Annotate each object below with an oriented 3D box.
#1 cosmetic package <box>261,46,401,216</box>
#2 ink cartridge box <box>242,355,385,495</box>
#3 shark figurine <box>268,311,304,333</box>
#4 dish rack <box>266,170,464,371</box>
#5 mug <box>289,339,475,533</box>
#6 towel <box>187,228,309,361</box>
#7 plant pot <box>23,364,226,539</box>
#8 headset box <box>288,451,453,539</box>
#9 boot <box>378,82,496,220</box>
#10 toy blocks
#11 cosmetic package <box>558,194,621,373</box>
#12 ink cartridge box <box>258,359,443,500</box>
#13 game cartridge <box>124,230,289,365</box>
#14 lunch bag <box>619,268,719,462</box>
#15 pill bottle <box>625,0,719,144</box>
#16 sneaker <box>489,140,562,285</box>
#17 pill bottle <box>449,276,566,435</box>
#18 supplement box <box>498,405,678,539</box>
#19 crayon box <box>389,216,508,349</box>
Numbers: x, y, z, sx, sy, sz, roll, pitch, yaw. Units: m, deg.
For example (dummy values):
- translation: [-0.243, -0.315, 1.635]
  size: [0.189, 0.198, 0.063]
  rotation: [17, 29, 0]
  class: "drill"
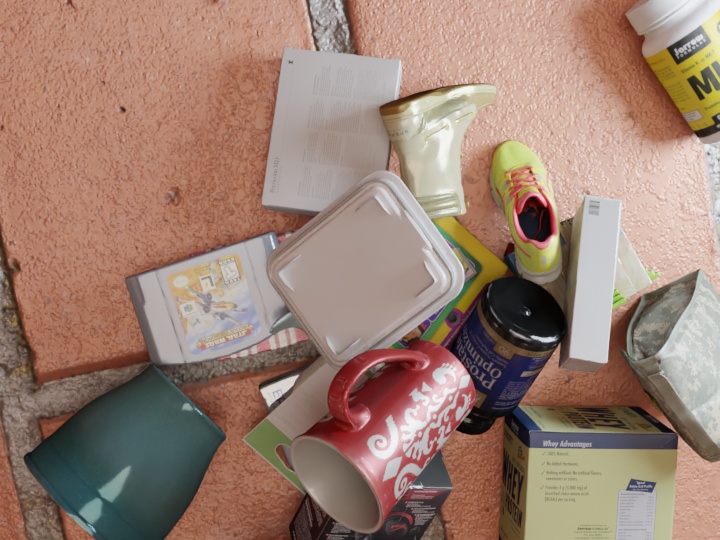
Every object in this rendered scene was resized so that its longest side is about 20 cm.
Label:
- translation: [-0.035, -0.168, 1.255]
  size: [0.149, 0.052, 0.203]
  rotation: [8, 86, 4]
  class: "cosmetic package"
- translation: [-0.033, 0.192, 1.281]
  size: [0.145, 0.048, 0.200]
  rotation: [43, 115, -11]
  class: "ink cartridge box"
- translation: [-0.017, -0.004, 1.195]
  size: [0.213, 0.089, 0.129]
  rotation: [-25, 57, 25]
  class: "shark figurine"
- translation: [-0.001, 0.005, 1.134]
  size: [0.199, 0.044, 0.172]
  rotation: [-37, 86, 16]
  class: "dish rack"
- translation: [0.038, 0.167, 1.127]
  size: [0.133, 0.178, 0.200]
  rotation: [39, 53, 15]
  class: "mug"
- translation: [-0.114, 0.027, 1.312]
  size: [0.198, 0.030, 0.148]
  rotation: [-13, 95, -5]
  class: "towel"
- translation: [-0.275, 0.227, 1.243]
  size: [0.200, 0.200, 0.188]
  rotation: [44, 78, -8]
  class: "plant pot"
- translation: [0.014, 0.291, 1.261]
  size: [0.147, 0.075, 0.201]
  rotation: [6, 129, -25]
  class: "headset box"
- translation: [0.110, -0.149, 1.255]
  size: [0.199, 0.072, 0.157]
  rotation: [-25, 107, -46]
  class: "boot"
- translation: [0.278, -0.005, 1.317]
  size: [0.199, 0.100, 0.138]
  rotation: [-29, 88, -6]
  class: "toy blocks"
- translation: [0.281, 0.018, 1.231]
  size: [0.050, 0.083, 0.202]
  rotation: [8, 77, 2]
  class: "cosmetic package"
- translation: [-0.009, 0.206, 1.332]
  size: [0.198, 0.041, 0.202]
  rotation: [-22, 97, -3]
  class: "ink cartridge box"
- translation: [-0.183, 0.042, 1.274]
  size: [0.198, 0.042, 0.135]
  rotation: [-18, 91, -4]
  class: "game cartridge"
- translation: [0.416, 0.126, 1.278]
  size: [0.117, 0.200, 0.165]
  rotation: [-31, 101, 38]
  class: "lunch bag"
- translation: [0.432, -0.273, 1.284]
  size: [0.114, 0.114, 0.201]
  rotation: [-37, 98, 0]
  class: "pill bottle"
- translation: [0.213, -0.089, 1.265]
  size: [0.077, 0.091, 0.202]
  rotation: [-15, 62, 2]
  class: "sneaker"
- translation: [0.169, 0.113, 1.265]
  size: [0.111, 0.112, 0.201]
  rotation: [19, 130, -7]
  class: "pill bottle"
- translation: [0.294, 0.291, 1.321]
  size: [0.197, 0.134, 0.202]
  rotation: [2, 96, -5]
  class: "supplement box"
- translation: [0.062, 0.018, 1.295]
  size: [0.172, 0.058, 0.201]
  rotation: [40, 81, -7]
  class: "crayon box"
